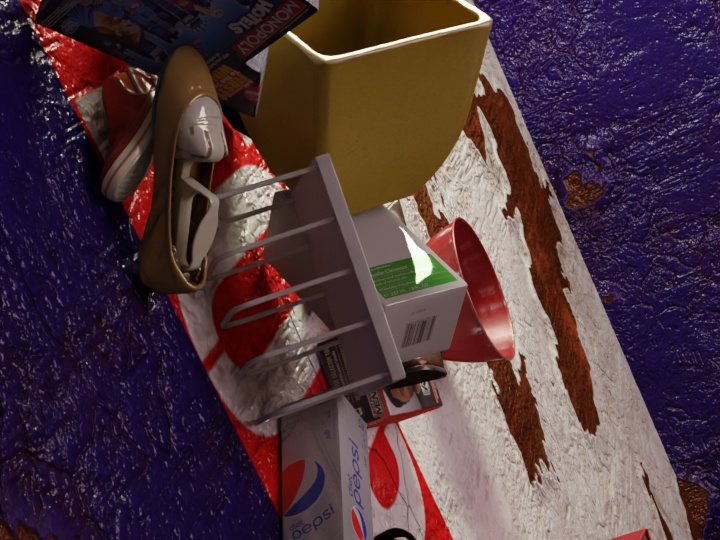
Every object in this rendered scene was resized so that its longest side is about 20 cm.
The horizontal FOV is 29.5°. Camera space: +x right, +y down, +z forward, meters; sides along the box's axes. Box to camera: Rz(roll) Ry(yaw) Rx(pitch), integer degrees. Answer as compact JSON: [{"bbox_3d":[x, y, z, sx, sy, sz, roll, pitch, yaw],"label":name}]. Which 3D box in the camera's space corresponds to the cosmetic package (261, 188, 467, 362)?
[{"bbox_3d":[0.000,0.000,1.344,0.107,0.086,0.200,-14,44,-34],"label":"cosmetic package"}]

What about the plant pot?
[{"bbox_3d":[-0.013,-0.169,1.320,0.195,0.192,0.202,43,-40,41],"label":"plant pot"}]

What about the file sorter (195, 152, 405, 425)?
[{"bbox_3d":[-0.062,0.025,1.205,0.139,0.123,0.202,139,-69,-75],"label":"file sorter"}]

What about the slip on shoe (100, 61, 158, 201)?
[{"bbox_3d":[-0.195,-0.136,1.167,0.060,0.074,0.202,18,47,-10],"label":"slip on shoe"}]

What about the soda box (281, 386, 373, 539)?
[{"bbox_3d":[-0.030,0.209,1.241,0.068,0.063,0.202,54,23,-42],"label":"soda box"}]

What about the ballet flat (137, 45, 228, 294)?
[{"bbox_3d":[-0.135,-0.078,1.112,0.068,0.062,0.203,-6,107,-54],"label":"ballet flat"}]

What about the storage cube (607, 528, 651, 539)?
[{"bbox_3d":[0.316,0.462,1.796,0.173,0.178,0.200,70,17,5],"label":"storage cube"}]

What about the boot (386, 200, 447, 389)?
[{"bbox_3d":[0.041,0.020,1.450,0.186,0.063,0.203,38,40,-83],"label":"boot"}]

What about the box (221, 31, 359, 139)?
[{"bbox_3d":[-0.080,-0.250,1.399,0.079,0.200,0.141,32,-15,50],"label":"box"}]

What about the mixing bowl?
[{"bbox_3d":[0.118,0.041,1.809,0.201,0.107,0.202,56,22,-36],"label":"mixing bowl"}]

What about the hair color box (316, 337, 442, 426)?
[{"bbox_3d":[0.025,0.118,1.519,0.200,0.061,0.103,4,67,-70],"label":"hair color box"}]

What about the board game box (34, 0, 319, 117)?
[{"bbox_3d":[-0.128,-0.216,1.114,0.199,0.199,0.062,30,54,-31],"label":"board game box"}]

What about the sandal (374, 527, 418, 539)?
[{"bbox_3d":[0.032,0.291,1.340,0.206,0.059,0.080,29,43,-64],"label":"sandal"}]
